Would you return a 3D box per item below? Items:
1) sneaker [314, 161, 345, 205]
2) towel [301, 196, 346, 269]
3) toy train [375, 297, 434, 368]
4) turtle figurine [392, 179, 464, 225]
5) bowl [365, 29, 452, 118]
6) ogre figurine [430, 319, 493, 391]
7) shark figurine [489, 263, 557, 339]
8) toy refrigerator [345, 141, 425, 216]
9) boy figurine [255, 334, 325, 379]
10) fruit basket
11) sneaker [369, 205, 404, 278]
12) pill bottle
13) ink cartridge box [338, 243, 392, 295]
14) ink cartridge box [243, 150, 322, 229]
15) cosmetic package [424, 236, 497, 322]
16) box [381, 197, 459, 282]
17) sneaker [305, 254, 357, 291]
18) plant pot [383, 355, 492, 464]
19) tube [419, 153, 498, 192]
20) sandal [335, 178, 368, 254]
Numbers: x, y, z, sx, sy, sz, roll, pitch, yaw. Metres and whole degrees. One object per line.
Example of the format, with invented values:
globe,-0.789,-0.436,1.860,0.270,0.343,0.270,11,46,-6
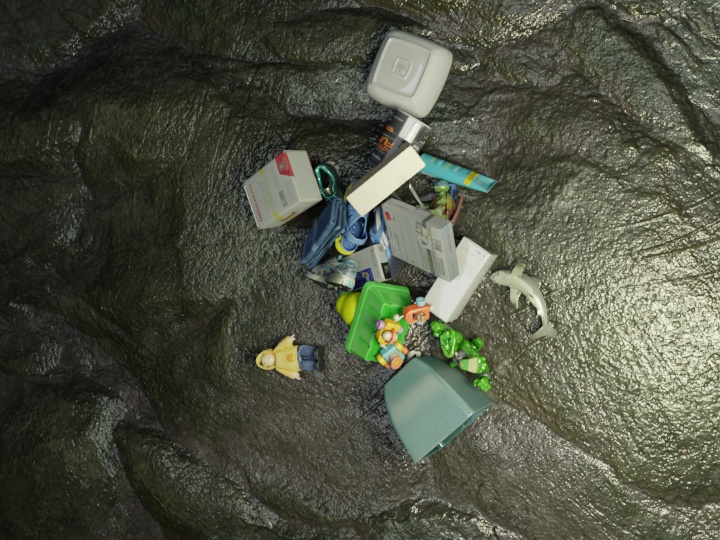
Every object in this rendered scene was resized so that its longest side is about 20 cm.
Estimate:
sneaker,-0.075,-0.198,1.801,0.077,0.091,0.201,-25,82,19
towel,-0.095,-0.098,1.773,0.200,0.048,0.112,-50,28,48
toy train,0.111,0.165,1.635,0.150,0.056,0.201,-9,125,-17
turtle figurine,0.162,-0.123,1.685,0.144,0.199,0.195,-3,96,52
bowl,0.116,-0.511,1.733,0.199,0.075,0.200,27,101,17
ogre figurine,0.254,0.204,1.666,0.200,0.120,0.098,30,97,17
shark figurine,0.419,0.057,1.627,0.215,0.089,0.128,55,141,20
toy refrigerator,0.062,-0.223,1.657,0.200,0.076,0.070,-39,106,11
boy figurine,-0.197,0.239,1.871,0.199,0.064,0.125,-1,93,18
fruit basket,0.029,0.121,1.751,0.215,0.155,0.217,-32,53,57
sneaker,0.070,-0.076,1.760,0.082,0.074,0.201,6,98,35
pill bottle,0.089,-0.301,1.729,0.106,0.106,0.200,34,102,17
ink cartridge box,0.000,0.000,1.779,0.200,0.037,0.095,-21,83,49
ink cartridge box,-0.212,-0.217,1.822,0.200,0.083,0.146,-26,81,43
cosmetic package,0.247,0.023,1.673,0.085,0.108,0.200,36,102,17
box,0.142,-0.074,1.613,0.200,0.041,0.156,26,142,43
sneaker,-0.069,0.004,1.793,0.200,0.078,0.087,7,69,53
plant pot,0.171,0.323,1.668,0.196,0.196,0.200,-45,70,16
tube,0.240,-0.240,1.695,0.199,0.077,0.051,23,133,21
sandal,-0.005,-0.139,1.751,0.079,0.087,0.201,10,88,-23
